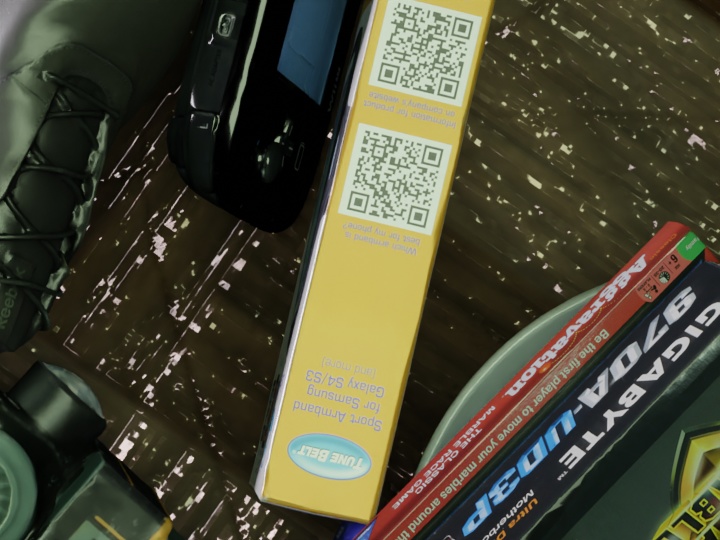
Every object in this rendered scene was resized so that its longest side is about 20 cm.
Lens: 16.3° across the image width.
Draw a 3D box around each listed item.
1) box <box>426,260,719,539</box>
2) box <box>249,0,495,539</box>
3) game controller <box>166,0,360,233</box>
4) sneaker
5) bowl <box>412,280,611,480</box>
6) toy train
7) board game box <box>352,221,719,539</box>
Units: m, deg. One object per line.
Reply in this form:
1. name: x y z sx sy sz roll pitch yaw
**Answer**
1. box: 0.088 0.122 0.724 0.200 0.046 0.159 -45 109 -5
2. box: 0.000 0.000 0.797 0.041 0.119 0.201 15 86 -3
3. game controller: -0.014 -0.113 0.809 0.042 0.104 0.201 13 86 22
4. sneaker: -0.109 -0.024 0.774 0.076 0.091 0.200 26 109 -41
5. bowl: 0.107 0.098 0.815 0.200 0.090 0.202 0 88 -4
6. toy train: -0.136 0.127 0.804 0.114 0.085 0.200 42 85 -11
7. board game box: 0.056 0.092 0.744 0.200 0.019 0.103 -45 110 -4
